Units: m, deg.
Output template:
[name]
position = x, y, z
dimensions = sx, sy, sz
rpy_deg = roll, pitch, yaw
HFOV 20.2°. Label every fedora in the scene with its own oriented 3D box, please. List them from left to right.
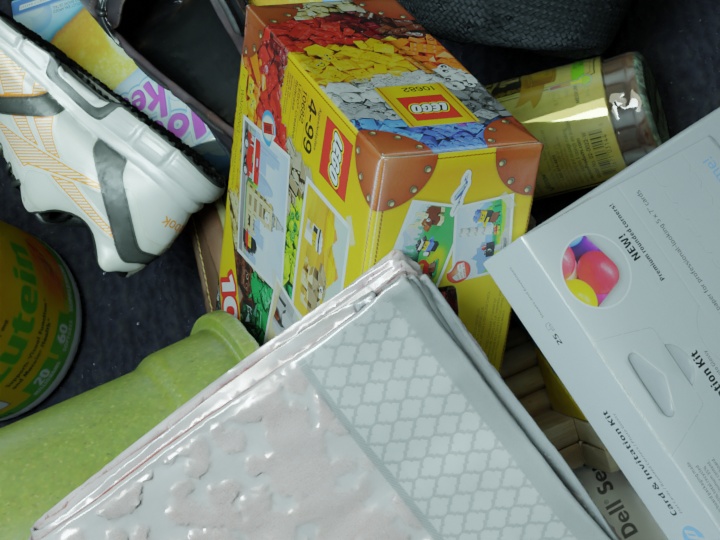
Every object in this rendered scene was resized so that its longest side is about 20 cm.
[fedora]
position = 0.067, -0.157, 1.000
dimensions = 0.200, 0.201, 0.092
rpy_deg = 16, 100, 21

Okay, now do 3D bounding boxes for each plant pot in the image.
[plant pot]
position = -0.124, 0.135, 0.900
dimensions = 0.184, 0.200, 0.200
rpy_deg = -14, 72, -17

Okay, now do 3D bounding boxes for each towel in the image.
[towel]
position = 0.000, 0.123, 0.816
dimensions = 0.191, 0.032, 0.200
rpy_deg = -38, 105, 2

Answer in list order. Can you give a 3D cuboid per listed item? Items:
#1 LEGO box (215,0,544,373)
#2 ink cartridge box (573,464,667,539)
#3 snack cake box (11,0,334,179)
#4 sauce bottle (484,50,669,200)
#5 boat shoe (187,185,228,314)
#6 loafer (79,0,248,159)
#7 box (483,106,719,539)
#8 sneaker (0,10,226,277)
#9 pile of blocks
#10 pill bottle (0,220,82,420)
[LEGO box]
position = 0.000, 0.000, 0.897
dimensions = 0.149, 0.077, 0.200
rpy_deg = -129, 39, -50
[ink cartridge box]
position = 0.141, 0.110, 0.966
dimensions = 0.200, 0.067, 0.117
rpy_deg = -32, 71, 10
[snack cake box]
position = -0.079, -0.112, 1.088
dimensions = 0.200, 0.067, 0.115
rpy_deg = -16, 73, 15
[sauce bottle]
position = 0.055, -0.060, 1.033
dimensions = 0.200, 0.065, 0.065
rpy_deg = -13, 75, 14
[boat shoe]
position = -0.060, 0.054, 1.043
dimensions = 0.068, 0.072, 0.200
rpy_deg = -21, 76, 12
[loafer]
position = -0.093, -0.129, 1.026
dimensions = 0.072, 0.063, 0.200
rpy_deg = -44, 70, 6
[box]
position = 0.172, 0.009, 0.840
dimensions = 0.200, 0.041, 0.156
rpy_deg = -33, 87, -29
[sneaker]
position = -0.166, -0.073, 1.035
dimensions = 0.200, 0.074, 0.080
rpy_deg = 39, 95, 21
[pile of blocks]
position = 0.056, 0.018, 0.937
dimensions = 0.062, 0.082, 0.200
rpy_deg = -22, 53, -20
[pill bottle]
position = -0.235, 0.012, 1.042
dimensions = 0.111, 0.200, 0.111
rpy_deg = -4, 78, 18
